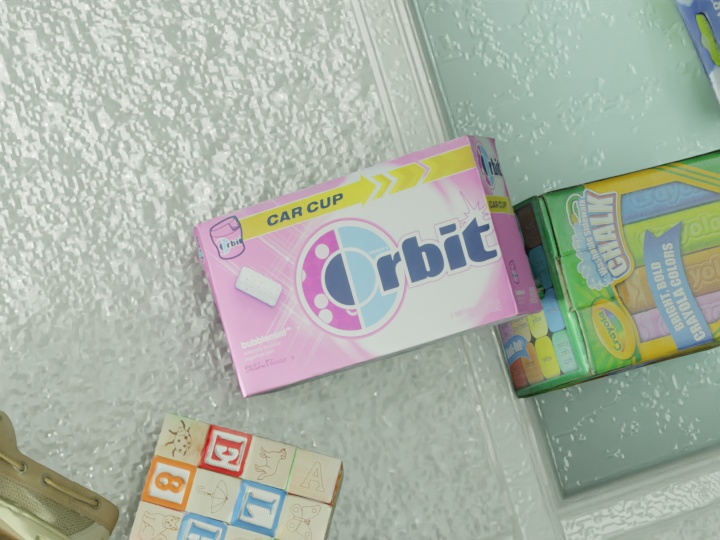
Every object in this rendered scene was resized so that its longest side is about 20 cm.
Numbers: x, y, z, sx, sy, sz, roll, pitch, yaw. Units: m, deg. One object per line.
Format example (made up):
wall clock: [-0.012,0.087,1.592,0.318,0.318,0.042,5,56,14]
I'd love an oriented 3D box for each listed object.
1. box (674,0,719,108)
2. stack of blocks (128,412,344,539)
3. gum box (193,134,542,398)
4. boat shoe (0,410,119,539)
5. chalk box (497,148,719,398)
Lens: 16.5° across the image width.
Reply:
box: [0.306,-0.186,1.744,0.199,0.048,0.123,-23,88,-21]
stack of blocks: [-0.090,0.201,1.519,0.114,0.059,0.201,15,76,4]
gum box: [0.000,0.000,1.549,0.199,0.066,0.114,-18,85,17]
boat shoe: [-0.237,0.115,1.499,0.200,0.071,0.065,38,65,-18]
chalk box: [0.156,0.008,1.621,0.199,0.124,0.125,-15,86,-20]
